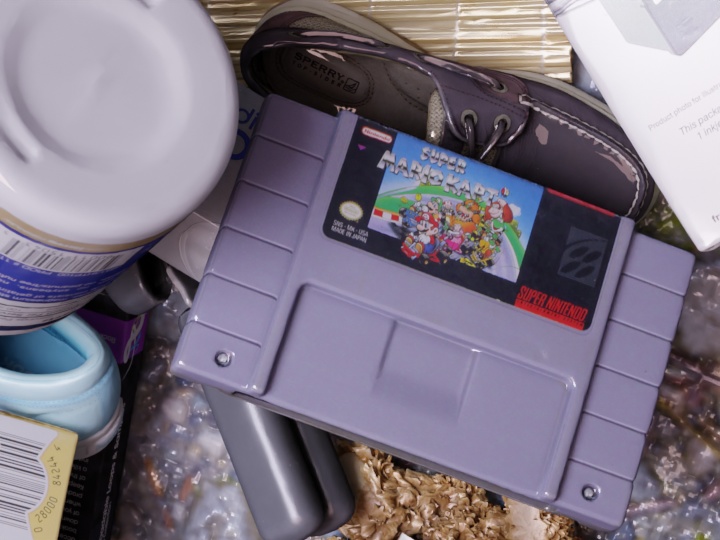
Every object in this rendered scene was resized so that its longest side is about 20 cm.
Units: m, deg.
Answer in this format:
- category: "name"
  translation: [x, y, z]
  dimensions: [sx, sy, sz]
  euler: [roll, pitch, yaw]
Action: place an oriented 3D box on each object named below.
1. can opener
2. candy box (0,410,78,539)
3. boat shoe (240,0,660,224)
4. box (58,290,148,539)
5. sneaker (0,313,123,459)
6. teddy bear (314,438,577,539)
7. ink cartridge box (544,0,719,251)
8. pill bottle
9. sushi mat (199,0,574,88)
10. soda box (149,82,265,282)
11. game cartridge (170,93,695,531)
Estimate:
- category: "can opener"
  translation: [-0.071, 0.036, 0.951]
  dimensions: [0.067, 0.053, 0.201]
  euler: [-28, 79, 31]
- category: "candy box"
  translation: [-0.185, 0.176, 0.915]
  dimensions: [0.056, 0.202, 0.117]
  euler: [16, 150, -18]
- category: "boat shoe"
  translation: [0.037, -0.062, 0.904]
  dimensions: [0.199, 0.065, 0.072]
  euler: [25, 116, 5]
- category: "box"
  translation: [-0.190, 0.088, 1.035]
  dimensions: [0.142, 0.036, 0.202]
  euler: [16, 104, 16]
- category: "sneaker"
  translation: [-0.197, 0.012, 0.952]
  dimensions: [0.199, 0.074, 0.082]
  euler: [23, 145, 4]
- category: "teddy bear"
  translation: [0.062, 0.145, 0.955]
  dimensions: [0.198, 0.067, 0.146]
  euler: [-3, 91, 25]
- category: "ink cartridge box"
  translation: [0.134, -0.125, 0.825]
  dimensions: [0.084, 0.145, 0.201]
  euler: [-32, 89, 25]
- category: "pill bottle"
  translation: [-0.139, -0.041, 0.822]
  dimensions: [0.120, 0.119, 0.200]
  euler: [58, 147, 0]
- category: "sushi mat"
  translation: [0.002, -0.132, 0.938]
  dimensions: [0.198, 0.012, 0.097]
  euler: [1, 101, 19]
- category: "soda box"
  translation: [0.000, 0.000, 0.899]
  dimensions: [0.199, 0.063, 0.069]
  euler: [32, 65, -4]
- category: "game cartridge"
  translation: [0.034, 0.016, 0.850]
  dimensions: [0.199, 0.038, 0.131]
  euler: [20, 79, -7]
